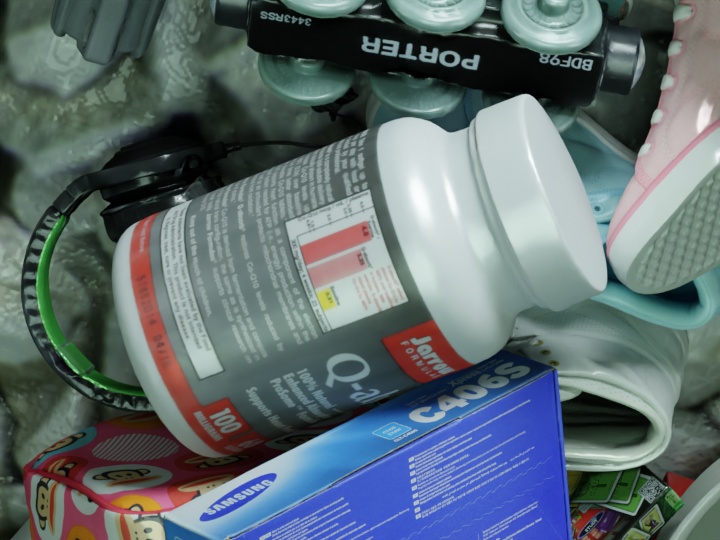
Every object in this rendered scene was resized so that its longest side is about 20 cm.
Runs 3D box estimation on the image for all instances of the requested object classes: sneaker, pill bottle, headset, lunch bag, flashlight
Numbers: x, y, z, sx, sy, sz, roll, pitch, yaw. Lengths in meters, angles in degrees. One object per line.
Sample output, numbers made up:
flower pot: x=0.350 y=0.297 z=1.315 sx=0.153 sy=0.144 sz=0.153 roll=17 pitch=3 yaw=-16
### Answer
sneaker: x=0.093 y=-0.035 z=1.275 sx=0.200 sy=0.082 sz=0.074 roll=24 pitch=113 yaw=-5
pill bottle: x=0.000 y=0.000 z=1.191 sx=0.200 sy=0.116 sz=0.116 roll=-21 pitch=110 yaw=15
headset: x=-0.076 y=-0.019 z=1.285 sx=0.200 sy=0.094 sz=0.124 roll=-44 pitch=90 yaw=4
lunch bag: x=-0.046 y=0.113 z=1.272 sx=0.200 sy=0.176 sz=0.082 roll=-10 pitch=100 yaw=-26
sneaker: x=0.165 y=-0.087 z=1.223 sx=0.200 sy=0.105 sz=0.075 roll=-49 pitch=147 yaw=1
flashlight: x=-0.094 y=-0.199 z=1.236 sx=0.068 sy=0.068 sz=0.200 roll=39 pitch=123 yaw=28
sneaker: x=0.063 y=0.031 z=1.290 sx=0.200 sy=0.116 sz=0.074 roll=19 pitch=116 yaw=0

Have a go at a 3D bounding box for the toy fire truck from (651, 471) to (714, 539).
toy fire truck: x=0.095 y=0.190 z=1.393 sx=0.141 sy=0.049 sz=0.200 roll=15 pitch=115 yaw=-2

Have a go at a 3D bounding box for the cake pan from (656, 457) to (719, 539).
cake pan: x=0.229 y=0.157 z=1.338 sx=0.200 sy=0.037 sz=0.201 roll=-7 pitch=116 yaw=-14

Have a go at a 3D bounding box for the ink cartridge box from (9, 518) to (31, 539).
ink cartridge box: x=-0.110 y=0.212 z=1.406 sx=0.200 sy=0.086 sz=0.148 roll=37 pitch=112 yaw=-9

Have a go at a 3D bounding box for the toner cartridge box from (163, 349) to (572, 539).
toner cartridge box: x=0.008 y=0.115 z=1.175 sx=0.043 sy=0.200 sz=0.095 roll=17 pitch=122 yaw=46

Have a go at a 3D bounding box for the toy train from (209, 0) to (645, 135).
toy train: x=0.033 y=-0.130 z=1.223 sx=0.200 sy=0.114 sz=0.085 roll=9 pitch=141 yaw=0

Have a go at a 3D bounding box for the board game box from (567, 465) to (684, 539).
board game box: x=0.057 y=0.157 z=1.316 sx=0.200 sy=0.105 sz=0.023 roll=-47 pitch=132 yaw=-3
